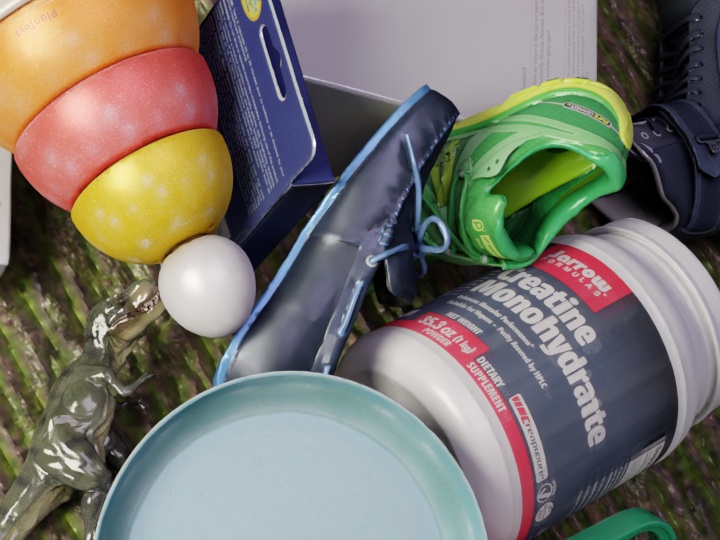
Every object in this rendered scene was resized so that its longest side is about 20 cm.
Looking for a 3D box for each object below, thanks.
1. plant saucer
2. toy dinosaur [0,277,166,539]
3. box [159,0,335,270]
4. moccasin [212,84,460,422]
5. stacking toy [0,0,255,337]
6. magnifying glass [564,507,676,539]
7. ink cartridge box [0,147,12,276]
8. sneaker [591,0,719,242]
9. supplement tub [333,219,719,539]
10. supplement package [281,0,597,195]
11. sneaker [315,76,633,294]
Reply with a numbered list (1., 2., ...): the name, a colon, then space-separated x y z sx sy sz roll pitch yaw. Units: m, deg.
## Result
1. plant saucer: -0.034 0.150 1.169 0.199 0.027 0.201 2 82 -13
2. toy dinosaur: -0.141 0.104 1.247 0.088 0.047 0.201 34 68 -13
3. box: -0.067 -0.070 1.272 0.032 0.200 0.122 -6 69 -28
4. moccasin: 0.000 0.000 1.244 0.068 0.080 0.201 32 84 5
5. stacking toy: -0.115 -0.052 1.216 0.146 0.146 0.201 -19 74 -31
6. magnifying glass: 0.108 0.161 1.277 0.022 0.080 0.200 34 13 34
7. ink cartridge box: -0.245 -0.090 1.291 0.108 0.050 0.201 8 63 -21
8. sneaker: 0.191 -0.112 1.485 0.145 0.077 0.203 -7 70 -30
9. supplement tub: 0.096 0.065 1.316 0.199 0.140 0.141 -27 79 -32
10. supplement package: 0.024 -0.114 1.383 0.199 0.121 0.120 13 61 -19
11. sneaker: 0.055 -0.037 1.295 0.074 0.199 0.084 52 19 -33
